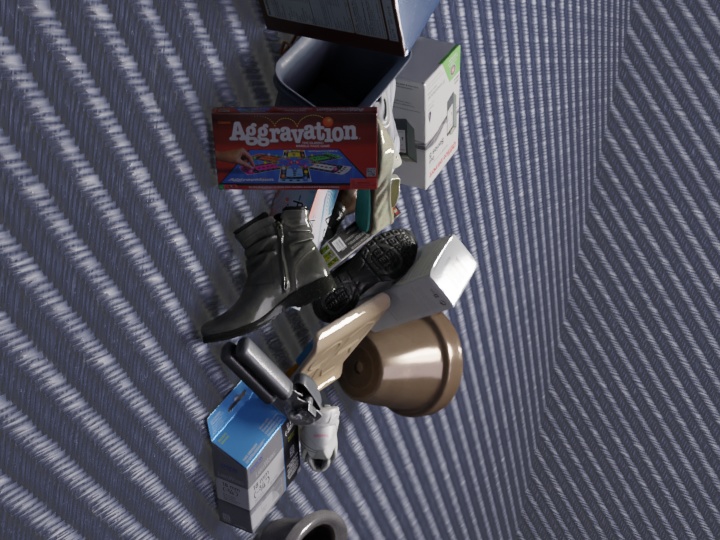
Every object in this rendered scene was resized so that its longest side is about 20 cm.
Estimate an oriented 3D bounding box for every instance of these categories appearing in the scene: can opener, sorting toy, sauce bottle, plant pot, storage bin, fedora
[{"bbox_3d":[-0.119,0.150,1.416,0.201,0.053,0.068,51,34,-37],"label":"can opener"},{"bbox_3d":[-0.053,0.126,1.544,0.184,0.036,0.201,-30,159,-47],"label":"sorting toy"},{"bbox_3d":[-0.014,-0.132,1.525,0.201,0.064,0.065,-59,153,-33],"label":"sauce bottle"},{"bbox_3d":[0.053,0.159,1.746,0.173,0.198,0.204,0,106,-48],"label":"plant pot"},{"bbox_3d":[-0.047,-0.234,1.320,0.201,0.144,0.135,-54,177,-40],"label":"storage bin"},{"bbox_3d":[-0.112,0.469,1.657,0.199,0.089,0.180,-1,104,-60],"label":"fedora"}]

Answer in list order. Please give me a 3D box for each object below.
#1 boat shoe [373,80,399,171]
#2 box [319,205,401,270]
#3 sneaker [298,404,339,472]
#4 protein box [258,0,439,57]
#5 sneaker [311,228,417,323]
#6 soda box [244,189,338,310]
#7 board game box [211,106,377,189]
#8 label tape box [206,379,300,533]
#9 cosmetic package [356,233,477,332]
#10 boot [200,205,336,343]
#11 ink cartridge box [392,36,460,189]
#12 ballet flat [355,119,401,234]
[{"bbox_3d":[0.012,-0.226,1.493,0.067,0.073,0.203,38,42,-48],"label":"boat shoe"},{"bbox_3d":[-0.024,-0.039,1.521,0.110,0.035,0.200,-39,-179,37],"label":"box"},{"bbox_3d":[-0.070,0.262,1.572,0.200,0.076,0.101,89,1,-81],"label":"sneaker"},{"bbox_3d":[-0.003,-0.388,1.211,0.200,0.197,0.136,-60,153,-29],"label":"protein box"},{"bbox_3d":[0.000,0.000,1.566,0.198,0.091,0.077,-35,102,-9],"label":"sneaker"},{"bbox_3d":[-0.092,-0.051,1.401,0.068,0.063,0.203,30,78,-66],"label":"soda box"},{"bbox_3d":[-0.077,-0.147,1.216,0.020,0.196,0.105,-89,178,-57],"label":"board game box"},{"bbox_3d":[-0.151,0.256,1.464,0.144,0.062,0.203,-49,147,-46],"label":"label tape box"},{"bbox_3d":[0.082,0.022,1.594,0.074,0.199,0.102,49,51,-18],"label":"cosmetic package"},{"bbox_3d":[-0.138,0.003,1.316,0.198,0.068,0.132,-26,95,-14],"label":"boot"},{"bbox_3d":[0.102,-0.261,1.682,0.146,0.083,0.203,-51,148,-43],"label":"ink cartridge box"},{"bbox_3d":[0.027,-0.139,1.418,0.061,0.068,0.202,-19,139,-22],"label":"ballet flat"}]
